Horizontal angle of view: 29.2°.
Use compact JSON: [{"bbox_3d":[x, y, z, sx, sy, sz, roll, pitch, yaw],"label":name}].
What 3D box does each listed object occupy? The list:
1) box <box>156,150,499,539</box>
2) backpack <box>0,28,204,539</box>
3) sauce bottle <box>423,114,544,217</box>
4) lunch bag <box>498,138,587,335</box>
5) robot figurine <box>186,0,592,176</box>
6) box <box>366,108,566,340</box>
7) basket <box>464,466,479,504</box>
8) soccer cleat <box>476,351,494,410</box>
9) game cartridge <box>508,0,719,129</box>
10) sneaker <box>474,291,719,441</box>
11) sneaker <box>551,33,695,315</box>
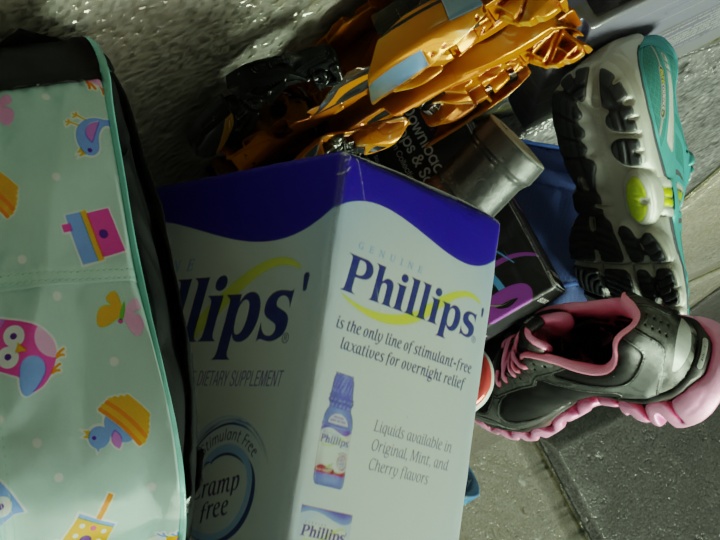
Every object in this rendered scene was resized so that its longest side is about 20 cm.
[{"bbox_3d":[-0.046,0.065,0.623,0.104,0.203,0.183,21,162,-40],"label":"box"},{"bbox_3d":[-0.141,0.035,0.524,0.152,0.202,0.176,-15,164,-26],"label":"backpack"},{"bbox_3d":[0.013,0.002,0.731,0.200,0.066,0.066,-48,162,12],"label":"sauce bottle"},{"bbox_3d":[0.086,-0.016,0.921,0.198,0.134,0.136,3,149,-42],"label":"lunch bag"},{"bbox_3d":[0.011,-0.088,0.677,0.199,0.059,0.145,-32,163,13],"label":"robot figurine"},{"bbox_3d":[0.000,0.000,0.794,0.199,0.144,0.036,-32,163,16],"label":"box"},{"bbox_3d":[0.008,0.088,0.999,0.138,0.202,0.176,-31,167,16],"label":"basket"},{"bbox_3d":[-0.002,0.083,0.854,0.198,0.070,0.085,-17,154,26],"label":"soccer cleat"},{"bbox_3d":[0.184,-0.159,0.821,0.198,0.039,0.130,-26,170,-9],"label":"game cartridge"},{"bbox_3d":[0.114,0.048,0.807,0.095,0.080,0.199,26,154,-34],"label":"sneaker"},{"bbox_3d":[0.172,-0.041,0.816,0.077,0.202,0.079,18,-140,42],"label":"sneaker"}]
